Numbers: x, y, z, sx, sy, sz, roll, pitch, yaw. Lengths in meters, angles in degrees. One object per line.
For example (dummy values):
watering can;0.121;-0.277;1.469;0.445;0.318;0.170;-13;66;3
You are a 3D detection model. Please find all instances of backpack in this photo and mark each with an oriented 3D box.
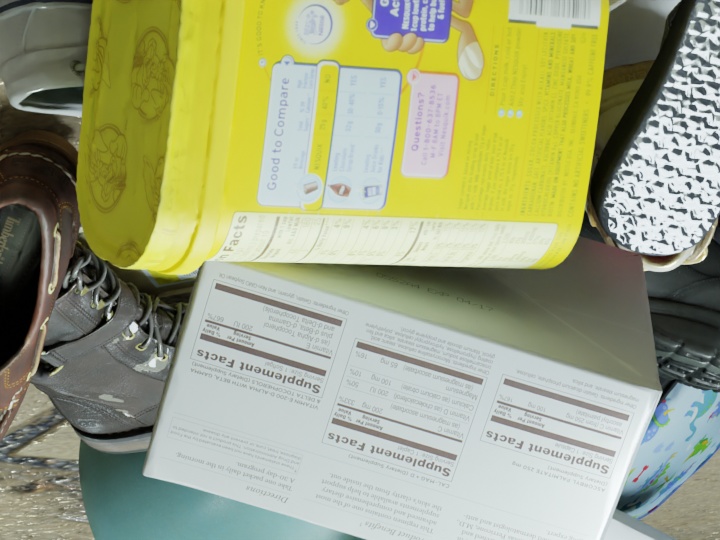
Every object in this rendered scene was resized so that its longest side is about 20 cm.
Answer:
backpack;0.146;0.068;1.465;0.163;0.154;0.200;-47;178;-9

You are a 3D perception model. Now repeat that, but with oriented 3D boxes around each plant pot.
plant pot;-0.035;0.107;1.440;0.200;0.201;0.161;12;144;-43

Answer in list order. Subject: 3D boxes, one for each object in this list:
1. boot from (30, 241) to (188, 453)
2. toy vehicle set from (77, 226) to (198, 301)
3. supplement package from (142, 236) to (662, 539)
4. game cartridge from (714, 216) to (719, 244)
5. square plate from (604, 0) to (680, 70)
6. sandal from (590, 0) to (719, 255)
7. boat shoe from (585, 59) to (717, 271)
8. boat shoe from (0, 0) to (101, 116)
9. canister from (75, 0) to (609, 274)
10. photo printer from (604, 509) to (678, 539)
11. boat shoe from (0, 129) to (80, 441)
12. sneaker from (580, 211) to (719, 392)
boot;-0.112;0.030;1.297;0.199;0.069;0.174;-21;149;14
toy vehicle set;-0.092;-0.020;1.298;0.199;0.027;0.124;-10;160;6
supplement package;0.019;0.040;1.127;0.199;0.156;0.111;17;112;-4
game cartridge;0.266;-0.052;1.340;0.133;0.041;0.200;-6;160;-16
square plate;0.135;-0.089;1.196;0.198;0.029;0.200;13;151;-43
sandal;0.158;-0.098;1.074;0.076;0.043;0.200;25;116;-20
boat shoe;0.138;-0.032;1.208;0.073;0.069;0.200;-10;160;8
boat shoe;-0.072;-0.082;1.078;0.199;0.067;0.074;5;157;-32
canister;-0.004;-0.072;1.021;0.199;0.149;0.086;2;-170;-30
photo printer;0.085;0.195;1.379;0.200;0.167;0.069;27;171;-39
boat shoe;-0.186;0.029;1.201;0.070;0.070;0.201;17;119;-8
sneaker;0.131;-0.005;1.343;0.199;0.091;0.076;21;163;-2
